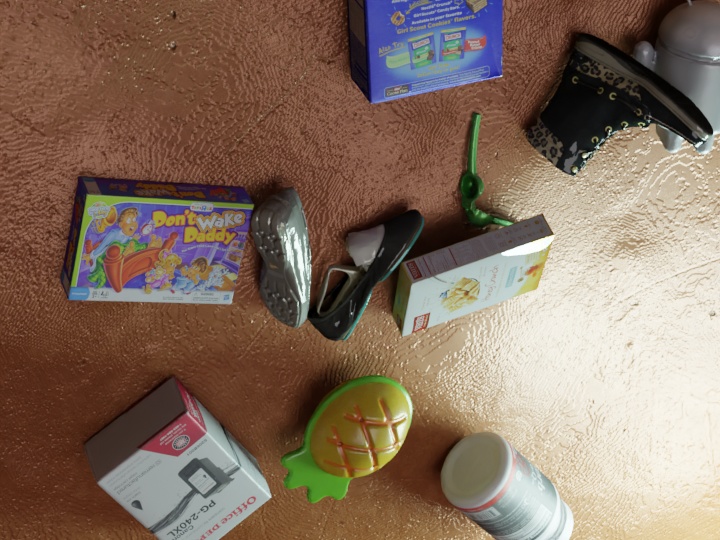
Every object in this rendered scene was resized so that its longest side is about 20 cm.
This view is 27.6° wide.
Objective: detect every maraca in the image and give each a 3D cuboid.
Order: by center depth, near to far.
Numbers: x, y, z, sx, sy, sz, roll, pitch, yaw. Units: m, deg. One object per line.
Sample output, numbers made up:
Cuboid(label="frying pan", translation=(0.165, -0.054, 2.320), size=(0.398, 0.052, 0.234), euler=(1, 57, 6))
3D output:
Cuboid(label="maraca", translation=(-0.017, 0.219, 1.903), size=(0.137, 0.107, 0.200), euler=(37, 100, -29))

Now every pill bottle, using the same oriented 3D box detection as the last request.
Cuboid(label="pill bottle", translation=(0.210, 0.321, 2.066), size=(0.116, 0.116, 0.200), euler=(-43, 128, 6))

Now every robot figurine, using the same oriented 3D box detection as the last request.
Cuboid(label="robot figurine", translation=(0.415, -0.246, 1.808), size=(0.168, 0.113, 0.202), euler=(0, 121, -9))

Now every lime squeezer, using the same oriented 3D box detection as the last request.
Cuboid(label="lime squeezer", translation=(0.156, -0.099, 1.829), size=(0.070, 0.038, 0.201), euler=(-31, 127, -4))

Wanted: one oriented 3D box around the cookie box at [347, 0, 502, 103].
Cuboid(label="cookie box", translation=(0.073, -0.306, 1.637), size=(0.170, 0.075, 0.202), euler=(-13, 125, -16))

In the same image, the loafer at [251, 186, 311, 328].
Cuboid(label="loafer", translation=(-0.085, -0.012, 1.752), size=(0.070, 0.069, 0.201), euler=(-50, 152, -34))

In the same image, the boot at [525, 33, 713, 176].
Cuboid(label="boot", translation=(0.310, -0.172, 1.773), size=(0.154, 0.203, 0.073), euler=(-58, 160, 21))

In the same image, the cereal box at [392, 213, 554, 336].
Cuboid(label="cereal box", translation=(0.140, 0.008, 1.852), size=(0.198, 0.040, 0.144), euler=(-20, 154, -13))

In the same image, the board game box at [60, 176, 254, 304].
Cuboid(label="board game box", translation=(-0.234, -0.032, 1.685), size=(0.198, 0.045, 0.136), euler=(2, 119, -26))

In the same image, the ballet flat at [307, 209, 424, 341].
Cuboid(label="ballet flat", translation=(0.000, 0.000, 1.803), size=(0.068, 0.068, 0.201), euler=(27, 106, -21))

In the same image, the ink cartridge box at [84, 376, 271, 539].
Cuboid(label="ink cartridge box", translation=(-0.226, 0.254, 1.842), size=(0.145, 0.083, 0.200), euler=(-38, 128, 1))
